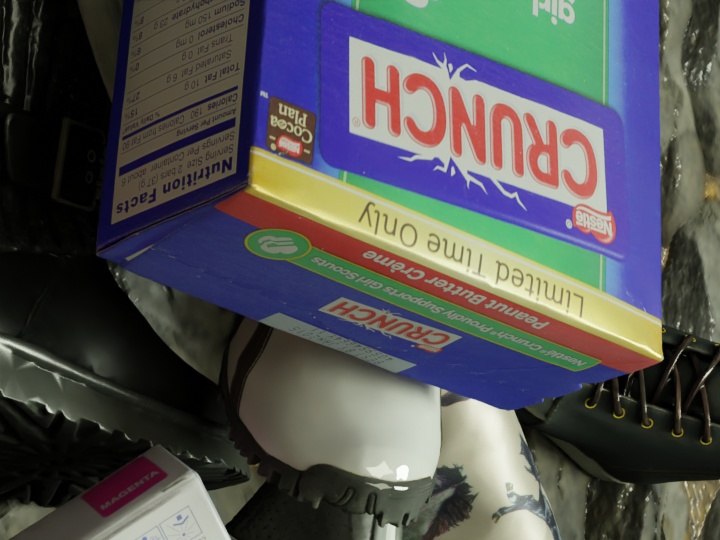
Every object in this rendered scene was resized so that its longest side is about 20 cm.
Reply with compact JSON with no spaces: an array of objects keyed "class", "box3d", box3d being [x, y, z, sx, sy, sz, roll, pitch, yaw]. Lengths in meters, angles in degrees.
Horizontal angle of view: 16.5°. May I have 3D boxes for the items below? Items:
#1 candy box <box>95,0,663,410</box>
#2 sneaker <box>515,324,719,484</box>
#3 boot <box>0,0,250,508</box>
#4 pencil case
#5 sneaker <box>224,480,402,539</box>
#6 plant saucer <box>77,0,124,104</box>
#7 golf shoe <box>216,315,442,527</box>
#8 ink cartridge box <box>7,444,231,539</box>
[{"class":"candy box","box3d":[0.013,-0.076,0.780,0.169,0.077,0.200,22,61,-36]},{"class":"sneaker","box3d":[0.114,0.038,1.077,0.200,0.106,0.075,31,66,-47]},{"class":"boot","box3d":[-0.101,-0.012,0.835,0.211,0.079,0.158,38,47,-59]},{"class":"pencil case","box3d":[0.026,0.086,0.992,0.078,0.089,0.200,-88,158,-61]},{"class":"sneaker","box3d":[-0.066,0.133,0.865,0.115,0.075,0.200,34,75,-39]},{"class":"plant saucer","box3d":[-0.048,-0.112,0.857,0.200,0.050,0.201,-12,90,-76]},{"class":"golf shoe","box3d":[0.000,0.000,0.842,0.078,0.095,0.200,15,34,-13]},{"class":"ink cartridge box","box3d":[-0.068,0.170,0.813,0.119,0.042,0.200,-32,114,-14]}]
